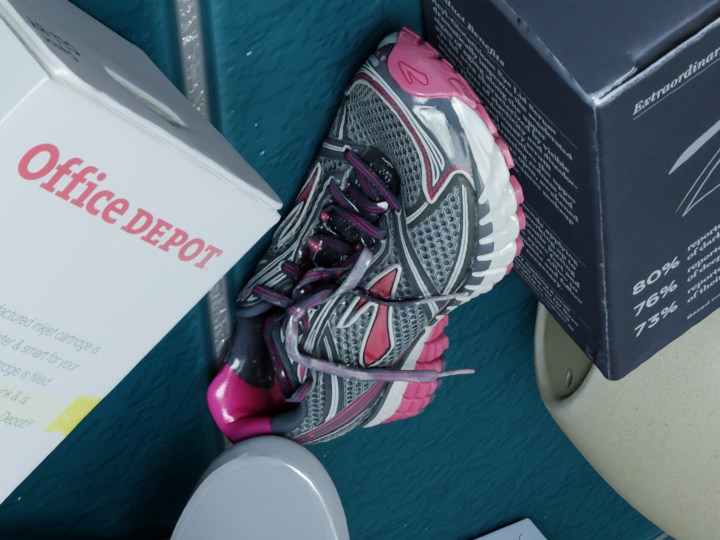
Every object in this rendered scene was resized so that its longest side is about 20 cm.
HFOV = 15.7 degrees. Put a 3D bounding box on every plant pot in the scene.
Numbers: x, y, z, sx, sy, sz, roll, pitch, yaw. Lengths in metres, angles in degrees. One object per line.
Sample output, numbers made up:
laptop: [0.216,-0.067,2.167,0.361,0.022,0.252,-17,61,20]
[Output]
plant pot: [0.148,0.024,1.063,0.134,0.201,0.201,13,130,-15]

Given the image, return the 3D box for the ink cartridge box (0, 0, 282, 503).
ink cartridge box: [-0.139,0.009,0.744,0.200,0.083,0.145,-44,154,7]

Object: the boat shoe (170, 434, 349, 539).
boat shoe: [-0.033,0.144,0.998,0.070,0.070,0.201,-66,157,-62]

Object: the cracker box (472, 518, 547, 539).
cracker box: [0.083,0.221,1.217,0.133,0.200,0.058,-16,145,-39]

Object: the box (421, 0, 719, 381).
box: [0.110,-0.078,0.918,0.148,0.104,0.200,-34,152,-13]

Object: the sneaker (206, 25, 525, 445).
sneaker: [0.000,0.000,0.917,0.074,0.081,0.201,-20,148,-29]
